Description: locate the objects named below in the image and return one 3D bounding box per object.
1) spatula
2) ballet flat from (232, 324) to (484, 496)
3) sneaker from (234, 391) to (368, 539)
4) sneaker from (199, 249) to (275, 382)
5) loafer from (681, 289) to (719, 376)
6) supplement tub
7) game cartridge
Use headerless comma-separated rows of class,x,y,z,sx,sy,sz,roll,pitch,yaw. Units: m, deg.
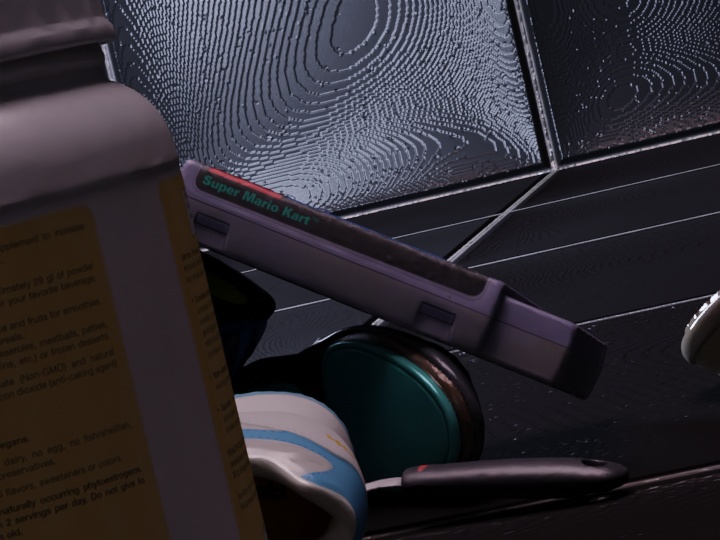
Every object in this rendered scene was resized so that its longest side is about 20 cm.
spatula,0.004,0.085,0.915,0.199,0.021,0.056,-11,4,24
ballet flat,0.003,0.055,1.011,0.073,0.074,0.199,-16,3,-35
sneaker,-0.095,0.091,0.813,0.198,0.077,0.081,-18,13,-2
sneaker,-0.085,0.043,0.999,0.066,0.079,0.200,27,16,0
loafer,0.222,0.004,1.007,0.199,0.069,0.076,-29,-5,27
supplement tub,-0.107,0.033,0.651,0.144,0.202,0.145,-13,4,1
game cartridge,0.000,0.000,1.001,0.199,0.039,0.130,22,-5,12
